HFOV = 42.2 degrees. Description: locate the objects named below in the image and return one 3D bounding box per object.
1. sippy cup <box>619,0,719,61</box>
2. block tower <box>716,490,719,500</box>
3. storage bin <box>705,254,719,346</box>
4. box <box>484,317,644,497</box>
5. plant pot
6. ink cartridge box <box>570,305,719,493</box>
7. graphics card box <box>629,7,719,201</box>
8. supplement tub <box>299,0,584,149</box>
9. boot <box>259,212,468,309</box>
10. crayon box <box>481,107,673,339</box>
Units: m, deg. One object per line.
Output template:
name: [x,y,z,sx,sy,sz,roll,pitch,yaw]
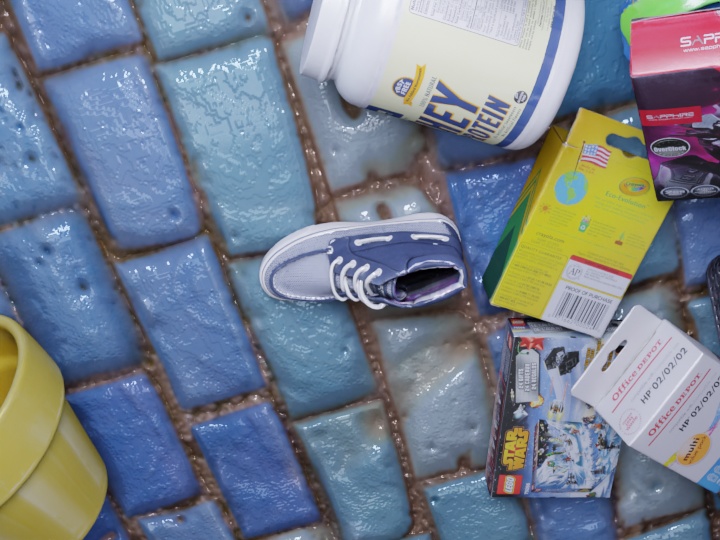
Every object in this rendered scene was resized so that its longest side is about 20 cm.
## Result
sippy cup: [0.280,-0.208,0.739,0.175,0.143,0.130,20,153,-24]
block tower: [0.467,0.180,1.000,0.197,0.054,0.058,-25,117,8]
storage bin: [0.437,0.032,0.858,0.195,0.138,0.094,-3,162,-6]
box: [0.208,0.146,0.975,0.133,0.040,0.204,1,117,-5]
plant pot: [-0.343,0.179,0.883,0.197,0.203,0.190,-24,131,9]
ink cartridge box: [0.316,0.130,0.926,0.198,0.068,0.116,28,103,-31]
graphics card box: [0.277,-0.120,0.706,0.123,0.052,0.200,-2,158,22]
supplement tub: [0.060,-0.189,0.738,0.196,0.146,0.147,14,116,-10]
boot: [0.000,0.000,0.860,0.196,0.091,0.074,-14,118,4]
crayon box: [0.210,-0.047,0.871,0.124,0.051,0.203,17,115,-12]
